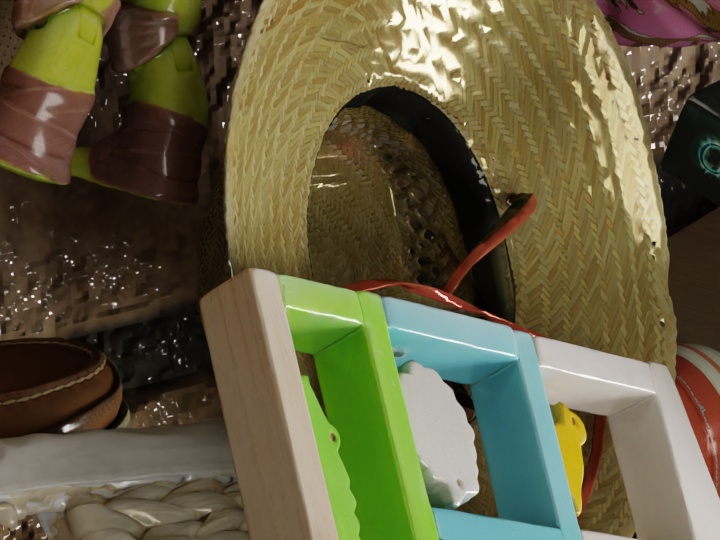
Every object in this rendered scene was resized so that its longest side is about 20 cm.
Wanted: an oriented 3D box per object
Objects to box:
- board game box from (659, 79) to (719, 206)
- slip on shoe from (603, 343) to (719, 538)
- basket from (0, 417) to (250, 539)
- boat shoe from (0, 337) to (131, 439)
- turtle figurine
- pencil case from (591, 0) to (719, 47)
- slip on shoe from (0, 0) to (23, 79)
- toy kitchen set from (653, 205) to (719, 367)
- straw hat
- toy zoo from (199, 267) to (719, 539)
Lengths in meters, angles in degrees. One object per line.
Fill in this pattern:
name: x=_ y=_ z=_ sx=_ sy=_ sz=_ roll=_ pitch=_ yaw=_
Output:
board game box: x=0.198 y=-0.035 z=0.880 sx=0.200 sy=0.135 sz=0.028 roll=-29 pitch=145 yaw=-50
slip on shoe: x=0.069 y=0.111 z=0.896 sx=0.061 sy=0.074 sz=0.201 roll=-16 pitch=135 yaw=-35
basket: x=-0.101 y=0.167 z=0.712 sx=0.197 sy=0.161 sz=0.201 roll=-5 pitch=134 yaw=-40
boat shoe: x=-0.147 y=0.036 z=0.745 sx=0.199 sy=0.072 sz=0.068 roll=-13 pitch=105 yaw=-37
turtle figurine: x=-0.049 y=-0.101 z=0.741 sx=0.200 sy=0.064 sz=0.162 roll=4 pitch=100 yaw=-69
pencil case: x=0.123 y=-0.096 z=0.819 sx=0.087 sy=0.199 sz=0.083 roll=-48 pitch=130 yaw=-29
slip on shoe: x=-0.123 y=-0.111 z=0.728 sx=0.076 sy=0.060 sz=0.201 roll=-33 pitch=119 yaw=-24
toy kitchen set: x=0.208 y=0.056 z=0.935 sx=0.199 sy=0.180 sz=0.164 roll=-29 pitch=119 yaw=-26
straw hat: x=0.000 y=0.000 z=0.795 sx=0.200 sy=0.085 sz=0.203 roll=9 pitch=77 yaw=-47
toy zoo: x=0.048 y=0.077 z=0.725 sx=0.199 sy=0.020 sz=0.132 roll=15 pitch=53 yaw=-46
